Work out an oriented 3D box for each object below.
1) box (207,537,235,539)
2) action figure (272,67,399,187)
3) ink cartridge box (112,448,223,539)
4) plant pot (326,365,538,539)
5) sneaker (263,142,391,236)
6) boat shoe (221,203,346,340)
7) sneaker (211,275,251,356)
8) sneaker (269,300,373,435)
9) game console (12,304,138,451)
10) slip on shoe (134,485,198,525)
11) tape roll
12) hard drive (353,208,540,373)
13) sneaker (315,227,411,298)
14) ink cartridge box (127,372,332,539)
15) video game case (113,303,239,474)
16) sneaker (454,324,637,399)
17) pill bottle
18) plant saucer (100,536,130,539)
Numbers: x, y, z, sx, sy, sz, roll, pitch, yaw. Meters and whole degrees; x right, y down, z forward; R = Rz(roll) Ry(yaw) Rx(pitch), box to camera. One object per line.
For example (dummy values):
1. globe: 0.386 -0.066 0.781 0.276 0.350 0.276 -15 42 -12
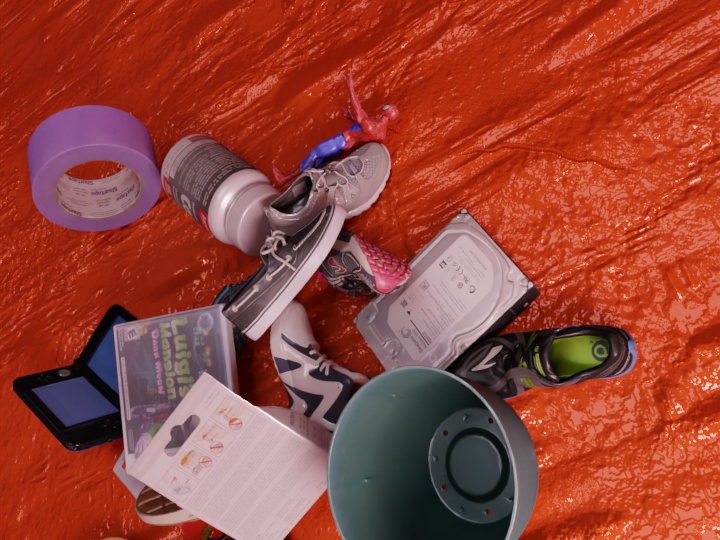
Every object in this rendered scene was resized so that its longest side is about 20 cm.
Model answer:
1. box: -0.166 0.393 0.820 0.140 0.037 0.201 -9 25 27
2. action figure: -0.039 -0.200 1.015 0.196 0.065 0.101 -24 78 21
3. ink cartridge box: -0.237 0.261 0.981 0.198 0.050 0.165 31 90 38
4. plant pot: 0.088 0.202 0.726 0.196 0.160 0.207 -6 79 30
5. sneaker: -0.041 -0.108 0.964 0.199 0.082 0.075 -40 55 -8
6. boat shoe: -0.097 -0.011 0.899 0.200 0.068 0.074 -50 16 8
7. sneaker: -0.161 0.039 1.001 0.200 0.073 0.082 -44 55 9
8. sneaker: -0.037 0.123 0.892 0.127 0.079 0.204 -18 63 22
9. game console: -0.398 0.152 1.082 0.198 0.169 0.121 27 113 35
10. slip on shoe: -0.190 0.288 0.915 0.195 0.062 0.077 -18 33 9
11. tape roll: -0.424 -0.160 1.158 0.198 0.199 0.086 -33 59 16
12. hard drive: 0.097 0.044 0.865 0.200 0.038 0.141 -45 55 11
13. sneaker: 0.000 0.000 0.892 0.076 0.079 0.200 -63 21 2
14. ink cartridge box: -0.137 0.215 0.821 0.161 0.198 0.047 -49 16 15
15. video game case: -0.245 0.160 0.967 0.177 0.023 0.206 -11 82 18
16. sneaker: 0.187 0.091 0.763 0.195 0.082 0.073 -14 70 27
17. pill bottle: -0.195 -0.109 1.052 0.199 0.113 0.115 36 92 36
18. plant saucer: -0.332 0.467 0.969 0.196 0.037 0.206 -11 68 27
